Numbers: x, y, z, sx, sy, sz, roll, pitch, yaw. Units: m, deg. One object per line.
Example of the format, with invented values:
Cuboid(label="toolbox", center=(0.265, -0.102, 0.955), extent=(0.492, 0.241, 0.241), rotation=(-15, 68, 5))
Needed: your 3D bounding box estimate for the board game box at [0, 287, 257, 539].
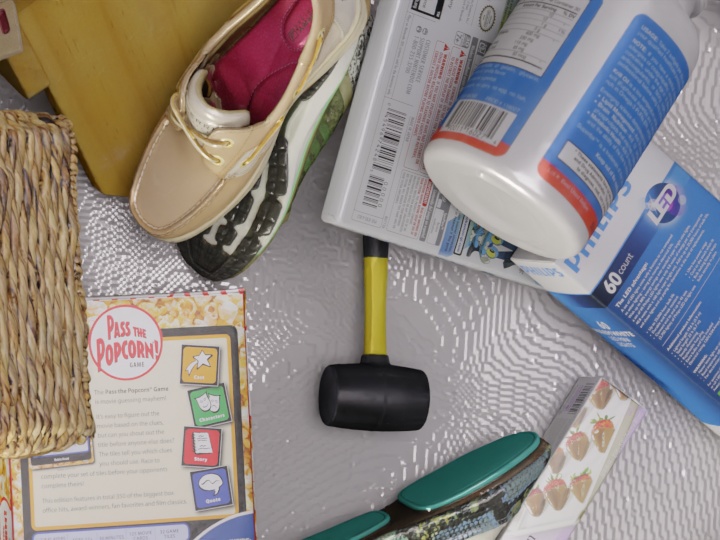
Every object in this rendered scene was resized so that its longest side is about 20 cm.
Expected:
Cuboid(label="board game box", center=(-0.139, 0.114, 1.740), extent=(0.151, 0.046, 0.201), rotation=(-2, 89, -16))

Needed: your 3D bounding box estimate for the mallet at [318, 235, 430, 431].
Cuboid(label="mallet", center=(0.000, 0.000, 1.792), extent=(0.066, 0.041, 0.201), rotation=(-5, 85, -19))

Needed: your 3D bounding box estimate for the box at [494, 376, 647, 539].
Cuboid(label="box", center=(0.106, 0.157, 1.812), extent=(0.039, 0.041, 0.200), rotation=(35, 79, -12))

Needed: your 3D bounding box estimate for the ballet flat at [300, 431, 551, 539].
Cuboid(label="ballet flat", center=(0.033, 0.166, 1.781), extent=(0.199, 0.074, 0.075), rotation=(-25, 95, -8))

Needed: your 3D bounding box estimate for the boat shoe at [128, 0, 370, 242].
Cuboid(label="boat shoe", center=(-0.077, -0.098, 1.683), extent=(0.074, 0.069, 0.200), rotation=(42, 109, 14))

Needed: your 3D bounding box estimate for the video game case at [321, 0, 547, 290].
Cuboid(label="video game case", center=(0.075, -0.104, 1.782), extent=(0.182, 0.022, 0.201), rotation=(17, 87, -37))

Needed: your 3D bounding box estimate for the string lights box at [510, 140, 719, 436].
Cuboid(label="string lights box", center=(0.201, 0.012, 1.816), extent=(0.200, 0.059, 0.103), rotation=(40, 76, -21))

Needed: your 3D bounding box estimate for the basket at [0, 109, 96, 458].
Cuboid(label="basket", center=(-0.247, 0.010, 1.637), extent=(0.142, 0.149, 0.201), rotation=(-4, 90, 26))

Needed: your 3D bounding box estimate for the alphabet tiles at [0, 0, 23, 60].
Cuboid(label="alphabet tiles", center=(-0.251, -0.192, 1.669), extent=(0.166, 0.006, 0.201), rotation=(-20, 62, 13))

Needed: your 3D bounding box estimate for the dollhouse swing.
Cuboid(label="dollhouse swing", center=(-0.147, -0.180, 1.755), extent=(0.200, 0.176, 0.182), rotation=(-37, 56, -14))

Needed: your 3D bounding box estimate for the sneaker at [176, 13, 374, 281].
Cuboid(label="sneaker", center=(-0.041, -0.081, 1.757), extent=(0.077, 0.088, 0.201), rotation=(36, 107, 24))

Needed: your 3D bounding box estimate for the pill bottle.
Cuboid(label="pill bottle", center=(0.132, -0.117, 1.739), extent=(0.112, 0.112, 0.200), rotation=(37, 75, -12))
